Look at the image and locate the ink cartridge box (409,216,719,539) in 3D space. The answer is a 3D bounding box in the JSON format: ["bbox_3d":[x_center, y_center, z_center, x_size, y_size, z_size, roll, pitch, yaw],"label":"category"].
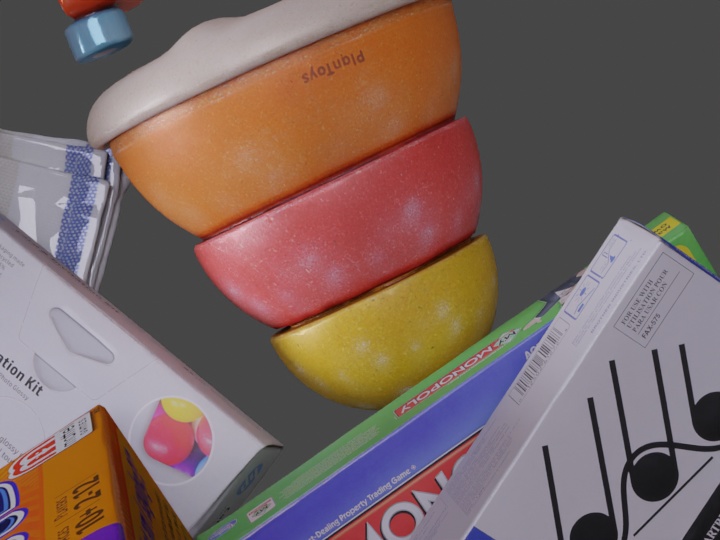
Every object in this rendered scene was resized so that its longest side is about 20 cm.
[{"bbox_3d":[0.074,0.093,0.808,0.094,0.044,0.201,33,93,-16],"label":"ink cartridge box"}]

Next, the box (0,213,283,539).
[{"bbox_3d":[-0.149,0.094,0.874,0.156,0.041,0.201,38,93,10],"label":"box"}]

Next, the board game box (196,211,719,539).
[{"bbox_3d":[0.061,0.092,0.844,0.199,0.029,0.135,-35,107,-3],"label":"board game box"}]

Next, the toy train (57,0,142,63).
[{"bbox_3d":[-0.106,-0.174,0.889,0.055,0.150,0.201,-22,85,7],"label":"toy train"}]

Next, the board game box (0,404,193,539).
[{"bbox_3d":[-0.105,0.195,0.747,0.199,0.200,0.201,-33,102,-2],"label":"board game box"}]

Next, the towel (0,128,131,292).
[{"bbox_3d":[-0.196,0.006,0.929,0.198,0.024,0.148,11,80,11],"label":"towel"}]

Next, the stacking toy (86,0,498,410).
[{"bbox_3d":[0.000,0.000,0.872,0.145,0.146,0.201,-23,92,0],"label":"stacking toy"}]
